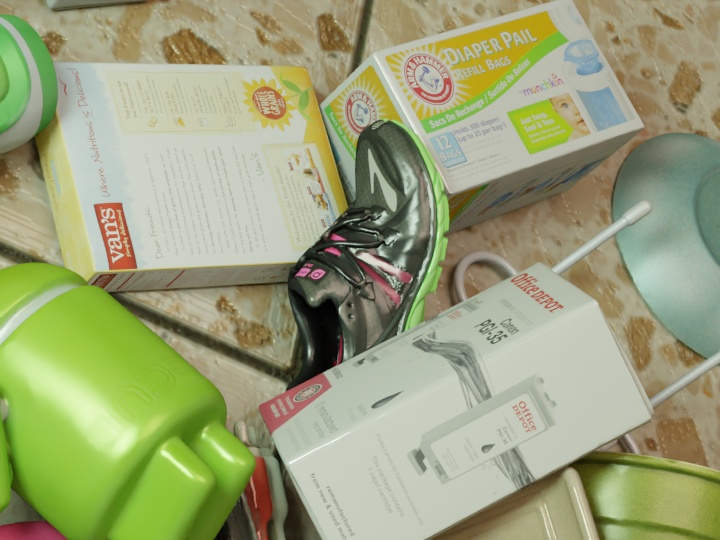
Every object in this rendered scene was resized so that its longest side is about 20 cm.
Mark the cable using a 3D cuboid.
[{"bbox_3d":[-0.046,0.182,1.253,0.050,0.097,0.201,-21,71,-5],"label":"cable"}]

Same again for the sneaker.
[{"bbox_3d":[0.000,0.000,1.358,0.083,0.077,0.201,14,79,-31],"label":"sneaker"}]

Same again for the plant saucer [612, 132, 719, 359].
[{"bbox_3d":[0.279,-0.023,1.622,0.200,0.039,0.202,17,55,-26],"label":"plant saucer"}]

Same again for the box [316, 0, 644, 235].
[{"bbox_3d":[0.077,-0.098,1.486,0.199,0.101,0.113,-21,77,-40],"label":"box"}]

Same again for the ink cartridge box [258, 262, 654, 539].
[{"bbox_3d":[0.052,0.083,1.270,0.199,0.147,0.083,-28,102,-4],"label":"ink cartridge box"}]

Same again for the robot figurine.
[{"bbox_3d":[-0.155,0.075,1.202,0.200,0.116,0.175,38,25,16],"label":"robot figurine"}]

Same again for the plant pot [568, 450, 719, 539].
[{"bbox_3d":[0.151,0.231,1.306,0.200,0.200,0.194,20,67,-24],"label":"plant pot"}]

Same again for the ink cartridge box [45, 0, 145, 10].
[{"bbox_3d":[-0.173,-0.292,1.398,0.084,0.146,0.201,-11,71,-37],"label":"ink cartridge box"}]

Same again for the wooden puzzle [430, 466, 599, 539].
[{"bbox_3d":[0.069,0.230,1.238,0.037,0.199,0.186,18,51,-56],"label":"wooden puzzle"}]

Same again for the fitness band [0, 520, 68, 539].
[{"bbox_3d":[-0.151,0.208,1.200,0.199,0.037,0.144,6,61,-33],"label":"fitness band"}]

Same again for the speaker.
[{"bbox_3d":[-0.275,-0.090,1.255,0.200,0.088,0.089,-23,78,-40],"label":"speaker"}]

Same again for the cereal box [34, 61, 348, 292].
[{"bbox_3d":[-0.105,-0.061,1.382,0.199,0.040,0.145,-2,68,-35],"label":"cereal box"}]

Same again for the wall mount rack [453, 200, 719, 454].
[{"bbox_3d":[0.161,0.048,1.477,0.173,0.075,0.200,-31,84,-41],"label":"wall mount rack"}]
